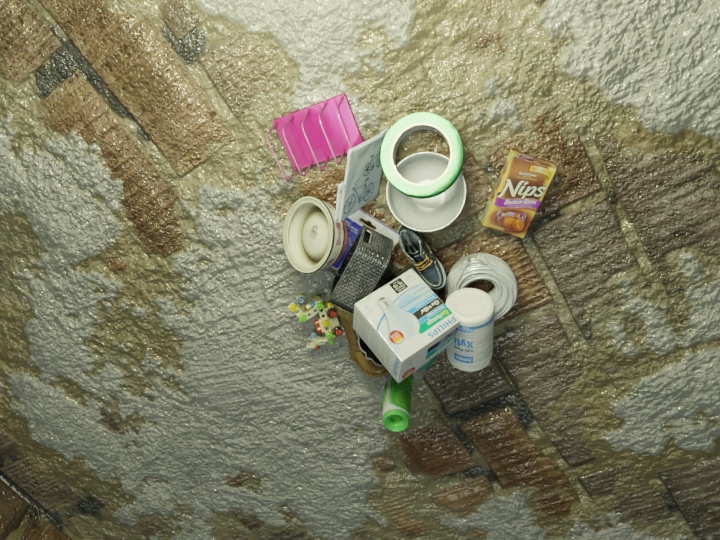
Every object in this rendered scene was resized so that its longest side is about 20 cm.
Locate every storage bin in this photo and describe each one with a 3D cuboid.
[{"bbox_3d":[0.000,0.000,1.566,0.093,0.136,0.201,24,121,-7],"label":"storage bin"}]

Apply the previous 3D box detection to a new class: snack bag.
[{"bbox_3d":[0.003,-0.234,1.449,0.021,0.188,0.201,27,130,21],"label":"snack bag"}]

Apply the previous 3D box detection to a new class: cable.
[{"bbox_3d":[0.331,0.049,1.640,0.199,0.069,0.200,30,120,-11],"label":"cable"}]

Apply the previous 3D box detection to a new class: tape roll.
[{"bbox_3d":[0.149,-0.277,1.429,0.198,0.048,0.203,0,89,12],"label":"tape roll"}]

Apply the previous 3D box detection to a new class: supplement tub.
[{"bbox_3d":[0.294,0.160,1.598,0.131,0.133,0.201,-2,129,9],"label":"supplement tub"}]

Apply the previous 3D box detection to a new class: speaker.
[{"bbox_3d":[0.113,0.389,1.792,0.087,0.201,0.089,3,121,5],"label":"speaker"}]

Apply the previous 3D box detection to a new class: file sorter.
[{"bbox_3d":[-0.111,-0.319,1.449,0.198,0.126,0.140,-16,118,16],"label":"file sorter"}]

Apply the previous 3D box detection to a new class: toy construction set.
[{"bbox_3d":[-0.129,0.157,1.751,0.130,0.092,0.201,-19,126,-7],"label":"toy construction set"}]

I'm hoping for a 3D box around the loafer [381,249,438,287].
[{"bbox_3d":[0.138,0.012,1.660,0.199,0.063,0.072,-31,143,27],"label":"loafer"}]

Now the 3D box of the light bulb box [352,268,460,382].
[{"bbox_3d":[0.115,0.140,1.531,0.200,0.197,0.125,48,157,26],"label":"light bulb box"}]

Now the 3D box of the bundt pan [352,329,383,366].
[{"bbox_3d":[0.065,0.168,1.665,0.200,0.076,0.204,1,87,-24],"label":"bundt pan"}]

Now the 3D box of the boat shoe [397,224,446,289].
[{"bbox_3d":[0.156,-0.028,1.540,0.071,0.091,0.201,-31,99,14],"label":"boat shoe"}]

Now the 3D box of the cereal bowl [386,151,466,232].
[{"bbox_3d":[0.167,-0.193,1.490,0.198,0.083,0.202,0,90,11],"label":"cereal bowl"}]

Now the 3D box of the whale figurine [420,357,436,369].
[{"bbox_3d":[0.132,0.248,1.763,0.198,0.104,0.160,-17,117,17],"label":"whale figurine"}]

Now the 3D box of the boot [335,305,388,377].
[{"bbox_3d":[0.001,0.200,1.731,0.175,0.066,0.202,24,136,46],"label":"boot"}]

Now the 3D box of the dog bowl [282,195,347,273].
[{"bbox_3d":[-0.116,-0.092,1.561,0.073,0.201,0.201,0,135,-46],"label":"dog bowl"}]

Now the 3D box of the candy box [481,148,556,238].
[{"bbox_3d":[0.396,-0.193,1.496,0.116,0.057,0.201,17,120,-2],"label":"candy box"}]

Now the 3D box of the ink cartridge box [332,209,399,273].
[{"bbox_3d":[-0.015,-0.080,1.627,0.197,0.047,0.201,31,117,-9],"label":"ink cartridge box"}]
